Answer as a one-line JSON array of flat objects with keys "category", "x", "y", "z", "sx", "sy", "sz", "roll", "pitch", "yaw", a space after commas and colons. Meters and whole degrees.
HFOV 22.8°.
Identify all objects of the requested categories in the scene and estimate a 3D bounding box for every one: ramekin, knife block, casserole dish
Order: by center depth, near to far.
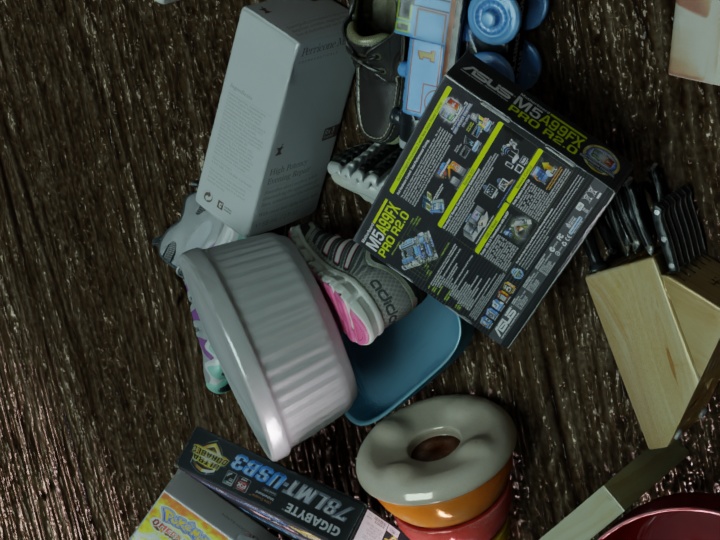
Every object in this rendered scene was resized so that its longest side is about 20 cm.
[{"category": "knife block", "x": 0.224, "y": 0.019, "z": 1.445, "sx": 0.176, "sy": 0.064, "sz": 0.200, "roll": 33, "pitch": 125, "yaw": 23}, {"category": "ramekin", "x": -0.077, "y": 0.059, "z": 1.569, "sx": 0.202, "sy": 0.094, "sz": 0.203, "roll": 156, "pitch": 90, "yaw": -80}, {"category": "casserole dish", "x": 0.033, "y": 0.056, "z": 1.602, "sx": 0.200, "sy": 0.039, "sz": 0.121, "roll": -43, "pitch": 62, "yaw": 38}]

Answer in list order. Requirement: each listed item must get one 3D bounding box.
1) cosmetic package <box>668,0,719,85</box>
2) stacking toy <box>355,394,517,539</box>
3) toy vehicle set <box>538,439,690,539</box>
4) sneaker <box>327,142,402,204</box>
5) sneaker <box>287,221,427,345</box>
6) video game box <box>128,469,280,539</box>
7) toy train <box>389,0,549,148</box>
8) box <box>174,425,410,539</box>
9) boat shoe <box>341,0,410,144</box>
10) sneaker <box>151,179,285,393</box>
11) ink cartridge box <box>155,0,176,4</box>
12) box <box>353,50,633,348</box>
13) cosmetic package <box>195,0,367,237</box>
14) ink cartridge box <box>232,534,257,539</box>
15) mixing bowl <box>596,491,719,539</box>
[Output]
[{"category": "cosmetic package", "x": 0.286, "y": -0.237, "z": 1.273, "sx": 0.087, "sy": 0.103, "sz": 0.200, "roll": 17, "pitch": 116, "yaw": 30}, {"category": "stacking toy", "x": 0.089, "y": 0.225, "z": 1.603, "sx": 0.146, "sy": 0.146, "sz": 0.200, "roll": 4, "pitch": 125, "yaw": 36}, {"category": "toy vehicle set", "x": 0.183, "y": 0.219, "z": 1.513, "sx": 0.027, "sy": 0.124, "sz": 0.200, "roll": 50, "pitch": 129, "yaw": 10}, {"category": "sneaker", "x": 0.056, "y": -0.057, "z": 1.540, "sx": 0.200, "sy": 0.075, "sz": 0.081, "roll": 20, "pitch": 129, "yaw": 31}, {"category": "sneaker", "x": 0.000, "y": 0.000, "z": 1.559, "sx": 0.200, "sy": 0.087, "sz": 0.074, "roll": 42, "pitch": 155, "yaw": 63}, {"category": "video game box", "x": -0.149, "y": 0.321, "z": 1.821, "sx": 0.200, "sy": 0.047, "sz": 0.182, "roll": 35, "pitch": 125, "yaw": 0}, {"category": "toy train", "x": 0.084, "y": -0.170, "z": 1.454, "sx": 0.114, "sy": 0.087, "sz": 0.200, "roll": 17, "pitch": 116, "yaw": 23}, {"category": "box", "x": -0.045, "y": 0.228, "z": 1.657, "sx": 0.200, "sy": 0.199, "sz": 0.050, "roll": 21, "pitch": 75, "yaw": 30}, {"category": "boat shoe", "x": 0.015, "y": -0.200, "z": 1.511, "sx": 0.073, "sy": 0.065, "sz": 0.200, "roll": 22, "pitch": 118, "yaw": 38}, {"category": "sneaker", "x": -0.151, "y": 0.008, "z": 1.720, "sx": 0.140, "sy": 0.078, "sz": 0.200, "roll": 25, "pitch": 111, "yaw": 29}, {"category": "ink cartridge box", "x": -0.137, "y": -0.341, "z": 1.539, "sx": 0.067, "sy": 0.116, "sz": 0.200, "roll": 33, "pitch": 123, "yaw": 23}, {"category": "box", "x": 0.101, "y": -0.053, "z": 1.419, "sx": 0.160, "sy": 0.044, "sz": 0.200, "roll": 35, "pitch": 134, "yaw": 7}, {"category": "cosmetic package", "x": -0.071, "y": -0.139, "z": 1.578, "sx": 0.074, "sy": 0.102, "sz": 0.200, "roll": 35, "pitch": 126, "yaw": 25}, {"category": "ink cartridge box", "x": -0.050, "y": 0.360, "z": 1.723, "sx": 0.200, "sy": 0.084, "sz": 0.146, "roll": 17, "pitch": 126, "yaw": 8}, {"category": "mixing bowl", "x": 0.273, "y": 0.257, "z": 1.453, "sx": 0.200, "sy": 0.108, "sz": 0.200, "roll": 5, "pitch": 112, "yaw": 11}]
